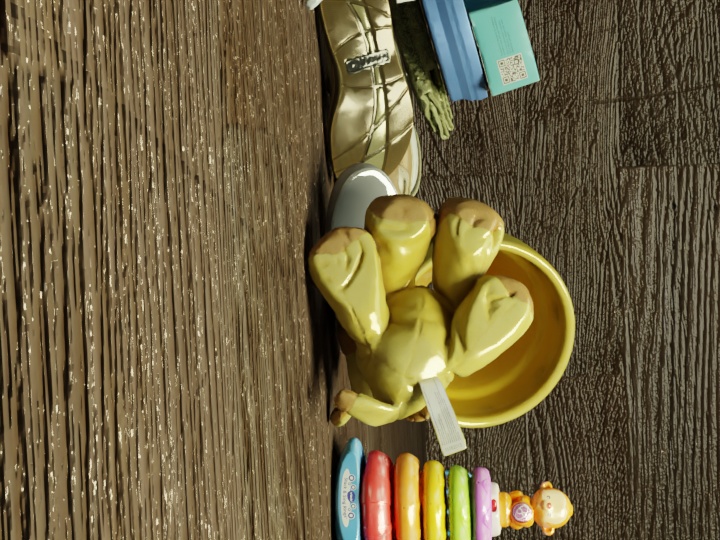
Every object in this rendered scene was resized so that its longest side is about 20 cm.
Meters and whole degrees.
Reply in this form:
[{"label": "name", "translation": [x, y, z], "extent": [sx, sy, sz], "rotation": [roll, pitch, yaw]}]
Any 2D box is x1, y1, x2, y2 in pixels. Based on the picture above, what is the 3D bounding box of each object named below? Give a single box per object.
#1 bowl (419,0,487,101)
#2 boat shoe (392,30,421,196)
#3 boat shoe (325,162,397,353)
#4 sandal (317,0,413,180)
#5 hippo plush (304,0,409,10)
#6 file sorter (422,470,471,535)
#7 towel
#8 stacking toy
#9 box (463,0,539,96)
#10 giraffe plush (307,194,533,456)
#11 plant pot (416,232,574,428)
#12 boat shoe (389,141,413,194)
[{"label": "bowl", "translation": [0.080, -0.262, 1.253], "extent": [0.201, 0.039, 0.202], "rotation": [-17, 90, -84]}, {"label": "boat shoe", "translation": [0.015, -0.167, 1.282], "extent": [0.068, 0.074, 0.201], "rotation": [37, 40, -82]}, {"label": "boat shoe", "translation": [0.000, 0.000, 1.099], "extent": [0.070, 0.070, 0.201], "rotation": [-141, -142, -59]}, {"label": "sandal", "translation": [-0.002, -0.170, 1.112], "extent": [0.054, 0.080, 0.201], "rotation": [-136, -145, -65]}, {"label": "hippo plush", "translation": [0.034, -0.320, 1.026], "extent": [0.161, 0.158, 0.201], "rotation": [-70, 157, -76]}, {"label": "file sorter", "translation": [0.070, 0.318, 1.379], "extent": [0.200, 0.122, 0.140], "rotation": [-79, 166, -72]}, {"label": "towel", "translation": [0.054, -0.247, 1.335], "extent": [0.148, 0.036, 0.201], "rotation": [60, 15, -69]}, {"label": "stacking toy", "translation": [0.080, 0.205, 1.080], "extent": [0.110, 0.198, 0.117], "rotation": [77, 12, -66]}, {"label": "box", "translation": [0.137, -0.233, 1.280], "extent": [0.200, 0.049, 0.083], "rotation": [-84, 157, -74]}, {"label": "giraffe plush", "translation": [0.036, 0.054, 1.009], "extent": [0.162, 0.171, 0.201], "rotation": [125, -36, -73]}, {"label": "plant pot", "translation": [0.104, 0.042, 1.363], "extent": [0.189, 0.199, 0.202], "rotation": [-128, -147, -71]}, {"label": "boat shoe", "translation": [0.014, -0.072, 1.186], "extent": [0.065, 0.071, 0.202], "rotation": [-1, 90, -86]}]
